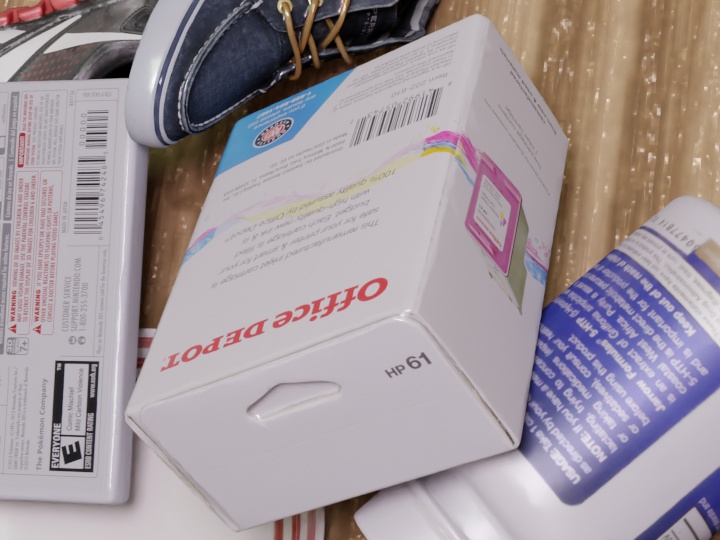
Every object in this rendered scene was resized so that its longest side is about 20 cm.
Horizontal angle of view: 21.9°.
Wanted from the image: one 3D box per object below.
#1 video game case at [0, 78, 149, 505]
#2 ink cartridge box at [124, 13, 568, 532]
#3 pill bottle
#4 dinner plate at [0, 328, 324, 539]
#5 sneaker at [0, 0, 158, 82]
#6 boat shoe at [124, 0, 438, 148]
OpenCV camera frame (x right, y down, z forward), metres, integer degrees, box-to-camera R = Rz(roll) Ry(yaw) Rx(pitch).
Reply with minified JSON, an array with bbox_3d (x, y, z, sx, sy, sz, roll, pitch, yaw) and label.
[{"bbox_3d":[-0.191,0.009,0.902,0.181,0.022,0.201,0,83,18],"label":"video game case"},{"bbox_3d":[0.000,0.000,0.800,0.144,0.085,0.200,-21,32,29],"label":"ink cartridge box"},{"bbox_3d":[0.101,0.074,0.791,0.200,0.120,0.120,-39,65,-2],"label":"pill bottle"},{"bbox_3d":[-0.111,0.125,0.883,0.199,0.024,0.201,-5,70,14],"label":"dinner plate"},{"bbox_3d":[-0.168,-0.090,0.952,0.200,0.071,0.098,-22,64,6],"label":"sneaker"},{"bbox_3d":[-0.029,-0.122,0.897,0.091,0.071,0.200,21,51,20],"label":"boat shoe"}]
